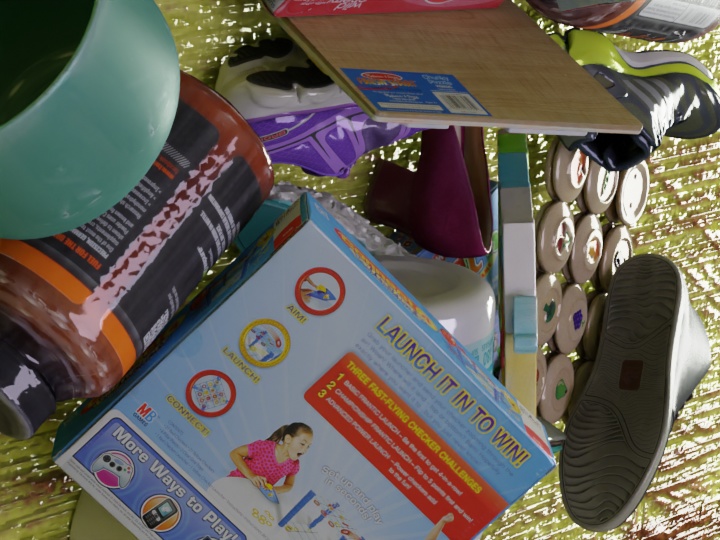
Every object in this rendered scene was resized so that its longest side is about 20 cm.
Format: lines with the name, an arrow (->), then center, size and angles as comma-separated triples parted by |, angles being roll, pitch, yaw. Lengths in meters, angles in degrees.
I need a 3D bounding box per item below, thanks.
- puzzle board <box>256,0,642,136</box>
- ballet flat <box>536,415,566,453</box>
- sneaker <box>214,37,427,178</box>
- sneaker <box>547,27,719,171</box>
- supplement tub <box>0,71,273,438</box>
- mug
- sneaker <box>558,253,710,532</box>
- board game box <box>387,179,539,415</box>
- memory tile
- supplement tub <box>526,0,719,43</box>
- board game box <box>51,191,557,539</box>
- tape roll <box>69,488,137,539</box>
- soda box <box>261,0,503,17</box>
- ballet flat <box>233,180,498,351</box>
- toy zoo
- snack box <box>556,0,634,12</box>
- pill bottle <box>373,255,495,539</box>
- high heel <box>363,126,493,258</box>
puzzle board -> 0.048, -0.122, 1.488 | 0.199, 0.151, 0.017 | 0, 126, -37
ballet flat -> 0.072, 0.107, 1.652 | 0.200, 0.067, 0.064 | -15, 88, -57
sneaker -> -0.002, -0.097, 1.525 | 0.199, 0.081, 0.084 | -7, 127, -28
sneaker -> 0.181, -0.104, 1.728 | 0.200, 0.074, 0.081 | 6, 61, -46
supplement tub -> -0.142, -0.008, 1.354 | 0.200, 0.107, 0.107 | -52, 139, -23
mug -> -0.180, -0.091, 1.269 | 0.114, 0.184, 0.153 | 48, 44, -52
sneaker -> 0.204, 0.099, 1.802 | 0.106, 0.075, 0.201 | 41, 62, -57
board game box -> 0.051, 0.059, 1.689 | 0.151, 0.037, 0.201 | -40, 134, -34
memory tile -> 0.150, 0.009, 1.771 | 0.153, 0.017, 0.201 | 18, 83, -61
supplement tub -> 0.164, -0.205, 1.641 | 0.200, 0.107, 0.107 | 1, 105, -57
board game box -> -0.031, 0.096, 1.405 | 0.196, 0.056, 0.200 | -42, 105, 10
tape roll -> -0.081, 0.159, 1.544 | 0.202, 0.071, 0.203 | -24, 123, -44
soda box -> 0.022, -0.194, 1.487 | 0.200, 0.064, 0.070 | -9, 156, -45
ballet flat -> 0.000, 0.000, 1.560 | 0.200, 0.072, 0.072 | 35, 76, -23
toy zoo -> 0.096, 0.006, 1.578 | 0.200, 0.020, 0.132 | -86, 174, -67
snack box -> 0.181, -0.266, 1.531 | 0.200, 0.068, 0.169 | -27, 106, -37
pill bottle -> 0.021, 0.100, 1.496 | 0.111, 0.111, 0.201 | -19, 116, -45
high heel -> 0.072, -0.108, 1.593 | 0.067, 0.096, 0.201 | 28, 84, -52
